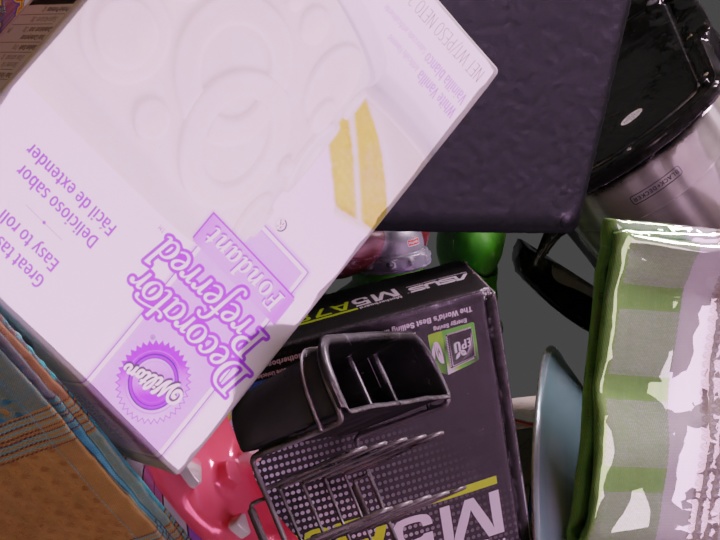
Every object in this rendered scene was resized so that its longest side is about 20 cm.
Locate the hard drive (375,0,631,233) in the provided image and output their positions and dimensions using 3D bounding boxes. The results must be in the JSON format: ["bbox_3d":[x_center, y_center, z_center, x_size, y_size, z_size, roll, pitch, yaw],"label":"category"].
[{"bbox_3d":[0.013,-0.084,1.064,0.199,0.033,0.140,1,113,-27],"label":"hard drive"}]

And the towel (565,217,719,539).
[{"bbox_3d":[0.184,0.056,1.168,0.199,0.031,0.150,4,91,-32],"label":"towel"}]

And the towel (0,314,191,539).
[{"bbox_3d":[-0.156,0.080,0.954,0.200,0.146,0.022,56,24,-44],"label":"towel"}]

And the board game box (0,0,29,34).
[{"bbox_3d":[-0.154,-0.150,0.926,0.157,0.039,0.202,4,86,-39],"label":"board game box"}]

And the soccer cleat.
[{"bbox_3d":[-0.062,0.107,1.043,0.200,0.076,0.067,50,31,-19],"label":"soccer cleat"}]

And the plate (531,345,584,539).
[{"bbox_3d":[0.105,0.134,1.211,0.200,0.025,0.202,-4,90,-79],"label":"plate"}]

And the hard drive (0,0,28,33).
[{"bbox_3d":[-0.151,-0.041,0.998,0.135,0.042,0.201,45,63,-47],"label":"hard drive"}]

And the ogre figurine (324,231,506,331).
[{"bbox_3d":[0.000,0.000,1.161,0.200,0.098,0.121,-22,104,-60],"label":"ogre figurine"}]

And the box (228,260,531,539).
[{"bbox_3d":[-0.027,0.112,1.112,0.199,0.048,0.194,-14,111,-13],"label":"box"}]

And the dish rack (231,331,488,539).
[{"bbox_3d":[0.020,0.125,0.994,0.201,0.054,0.153,68,16,7],"label":"dish rack"}]

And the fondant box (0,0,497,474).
[{"bbox_3d":[-0.062,-0.049,0.955,0.144,0.058,0.200,46,74,-25],"label":"fondant box"}]

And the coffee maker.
[{"bbox_3d":[0.177,-0.028,1.276,0.200,0.134,0.193,51,38,-24],"label":"coffee maker"}]

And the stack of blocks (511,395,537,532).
[{"bbox_3d":[0.102,0.126,1.349,0.199,0.058,0.116,-1,99,-52],"label":"stack of blocks"}]
